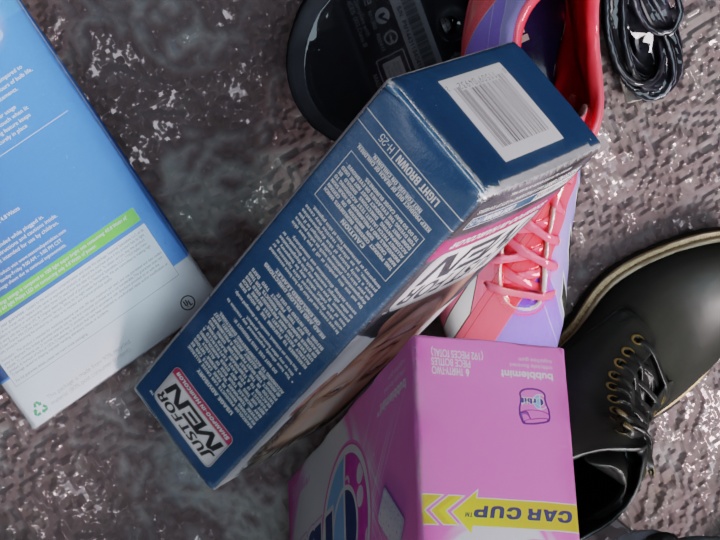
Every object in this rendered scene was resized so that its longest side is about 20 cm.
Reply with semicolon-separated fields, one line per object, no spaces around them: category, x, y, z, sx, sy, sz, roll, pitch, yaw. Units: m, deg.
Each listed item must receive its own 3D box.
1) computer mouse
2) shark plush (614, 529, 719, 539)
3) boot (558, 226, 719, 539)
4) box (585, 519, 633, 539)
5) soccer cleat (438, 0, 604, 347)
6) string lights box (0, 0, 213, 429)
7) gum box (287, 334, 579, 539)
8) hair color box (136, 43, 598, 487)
computer mouse;0.051;-0.119;0.773;0.199;0.053;0.139;-23;110;-17
shark plush;0.102;0.157;0.760;0.083;0.199;0.091;-35;102;-52
boot;0.131;0.059;0.767;0.200;0.138;0.078;-38;104;-6
box;0.114;0.240;0.793;0.158;0.048;0.200;38;88;23
soccer cleat;0.073;-0.040;0.728;0.066;0.076;0.202;0;100;-20
string lights box;-0.161;-0.043;0.730;0.102;0.059;0.201;-34;103;-7
gum box;0.022;0.119;0.695;0.066;0.200;0.114;6;64;-16
hair color box;0.000;0.000;0.690;0.061;0.100;0.200;51;126;11
